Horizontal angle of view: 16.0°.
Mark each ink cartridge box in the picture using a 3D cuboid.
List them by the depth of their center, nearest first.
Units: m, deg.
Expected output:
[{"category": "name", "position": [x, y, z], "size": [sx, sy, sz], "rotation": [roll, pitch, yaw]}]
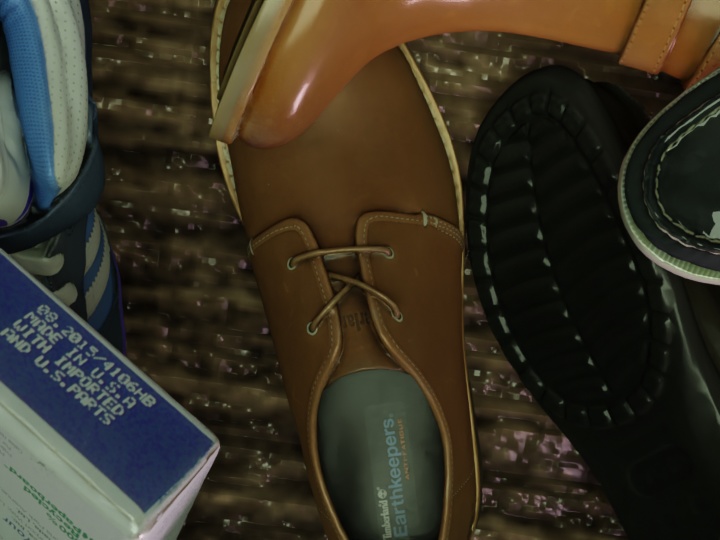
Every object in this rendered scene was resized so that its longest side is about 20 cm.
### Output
[{"category": "ink cartridge box", "position": [-0.139, 0.035, 0.710], "size": [0.196, 0.200, 0.043], "rotation": [40, 60, 6]}]

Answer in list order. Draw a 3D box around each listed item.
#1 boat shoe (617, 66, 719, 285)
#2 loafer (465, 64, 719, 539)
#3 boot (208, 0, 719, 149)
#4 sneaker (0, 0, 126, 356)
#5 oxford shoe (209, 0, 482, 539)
[{"category": "boat shoe", "position": [0.164, -0.040, 0.669], "size": [0.198, 0.066, 0.075], "rotation": [-6, 86, 8]}, {"category": "loafer", "position": [0.098, 0.029, 0.779], "size": [0.073, 0.071, 0.201], "rotation": [-23, 92, 45]}, {"category": "boot", "position": [0.063, -0.082, 0.725], "size": [0.154, 0.074, 0.200], "rotation": [37, 85, -6]}, {"category": "sneaker", "position": [-0.110, -0.007, 0.720], "size": [0.080, 0.146, 0.202], "rotation": [0, 100, -1]}, {"category": "oxford shoe", "position": [0.000, 0.000, 0.763], "size": [0.071, 0.071, 0.201], "rotation": [-14, 95, 4]}]
